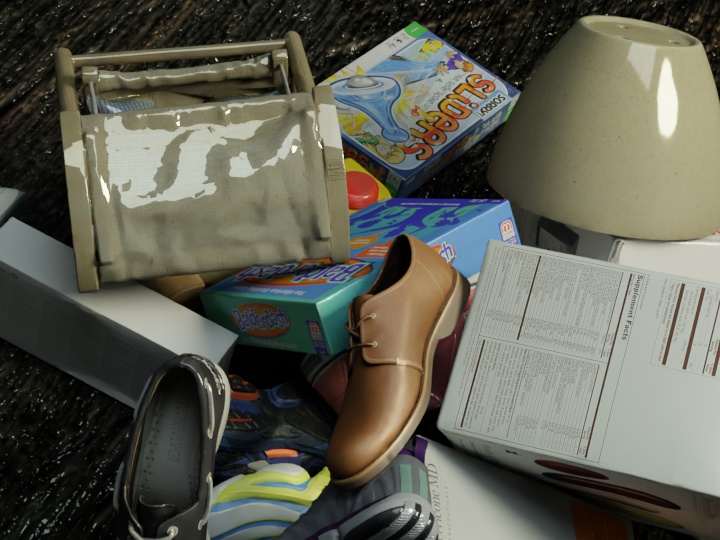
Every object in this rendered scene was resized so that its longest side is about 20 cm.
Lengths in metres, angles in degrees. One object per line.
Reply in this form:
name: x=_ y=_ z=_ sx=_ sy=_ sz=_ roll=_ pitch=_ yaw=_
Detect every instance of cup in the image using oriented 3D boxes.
cup: x=0.214 y=-0.126 z=1.326 sx=0.199 sy=0.144 sz=0.200 roll=9 pitch=19 yaw=-3

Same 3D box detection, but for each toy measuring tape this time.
toy measuring tape: x=-0.031 y=-0.069 z=1.415 sx=0.073 sy=0.074 sz=0.200 roll=-21 pitch=47 yaw=-34

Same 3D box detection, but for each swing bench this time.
swing bench: x=-0.124 y=-0.087 z=1.221 sx=0.198 sy=0.130 sz=0.200 roll=-7 pitch=25 yaw=-10

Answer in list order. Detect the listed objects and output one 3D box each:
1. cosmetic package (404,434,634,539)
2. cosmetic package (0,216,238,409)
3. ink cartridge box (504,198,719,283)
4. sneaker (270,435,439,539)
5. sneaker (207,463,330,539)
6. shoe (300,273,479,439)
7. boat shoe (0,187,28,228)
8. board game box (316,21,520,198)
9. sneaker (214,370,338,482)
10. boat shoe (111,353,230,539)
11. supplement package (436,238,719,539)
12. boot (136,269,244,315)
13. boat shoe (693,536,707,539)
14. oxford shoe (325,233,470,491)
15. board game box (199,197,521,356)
cosmetic package: x=0.102 y=0.202 z=1.141 sx=0.199 sy=0.071 sz=0.102 roll=23 pitch=42 yaw=-26
cosmetic package: x=-0.196 y=0.043 z=1.232 sx=0.199 sy=0.083 sz=0.051 roll=27 pitch=45 yaw=7
ink cartridge box: x=0.225 y=-0.023 z=1.384 sx=0.145 sy=0.085 sz=0.200 roll=2 pitch=24 yaw=-22
sneaker: x=-0.025 y=0.187 z=1.092 sx=0.074 sy=0.200 sz=0.088 roll=44 pitch=30 yaw=-26
sneaker: x=-0.025 y=0.193 z=1.149 sx=0.199 sy=0.076 sz=0.105 roll=-7 pitch=51 yaw=-26
shoe: x=0.053 y=0.067 z=1.240 sx=0.200 sy=0.072 sz=0.091 roll=-25 pitch=71 yaw=-36
boat shoe: x=-0.326 y=-0.006 z=1.246 sx=0.064 sy=0.075 sz=0.202 roll=19 pitch=40 yaw=9
board game box: x=0.043 y=-0.152 z=1.537 sx=0.135 sy=0.035 sz=0.200 roll=36 pitch=46 yaw=16
sneaker: x=-0.067 y=0.126 z=1.206 sx=0.199 sy=0.079 sz=0.076 roll=15 pitch=37 yaw=-29
boat shoe: x=-0.131 y=0.155 z=1.087 sx=0.074 sy=0.060 sz=0.201 roll=13 pitch=86 yaw=9
supplement package: x=0.184 y=0.092 z=1.173 sx=0.199 sy=0.191 sz=0.148 roll=12 pitch=75 yaw=19
boot: x=-0.113 y=-0.030 z=1.343 sx=0.200 sy=0.071 sz=0.144 roll=-10 pitch=45 yaw=-32
boat shoe: x=0.273 y=0.160 z=1.296 sx=0.200 sy=0.071 sz=0.091 roll=40 pitch=38 yaw=17
oxford shoe: x=0.010 y=0.059 z=1.099 sx=0.071 sy=0.071 sz=0.200 roll=45 pitch=46 yaw=-27
board game box: x=0.000 y=0.000 z=1.237 sx=0.200 sy=0.045 sz=0.152 roll=-29 pitch=20 yaw=-35
